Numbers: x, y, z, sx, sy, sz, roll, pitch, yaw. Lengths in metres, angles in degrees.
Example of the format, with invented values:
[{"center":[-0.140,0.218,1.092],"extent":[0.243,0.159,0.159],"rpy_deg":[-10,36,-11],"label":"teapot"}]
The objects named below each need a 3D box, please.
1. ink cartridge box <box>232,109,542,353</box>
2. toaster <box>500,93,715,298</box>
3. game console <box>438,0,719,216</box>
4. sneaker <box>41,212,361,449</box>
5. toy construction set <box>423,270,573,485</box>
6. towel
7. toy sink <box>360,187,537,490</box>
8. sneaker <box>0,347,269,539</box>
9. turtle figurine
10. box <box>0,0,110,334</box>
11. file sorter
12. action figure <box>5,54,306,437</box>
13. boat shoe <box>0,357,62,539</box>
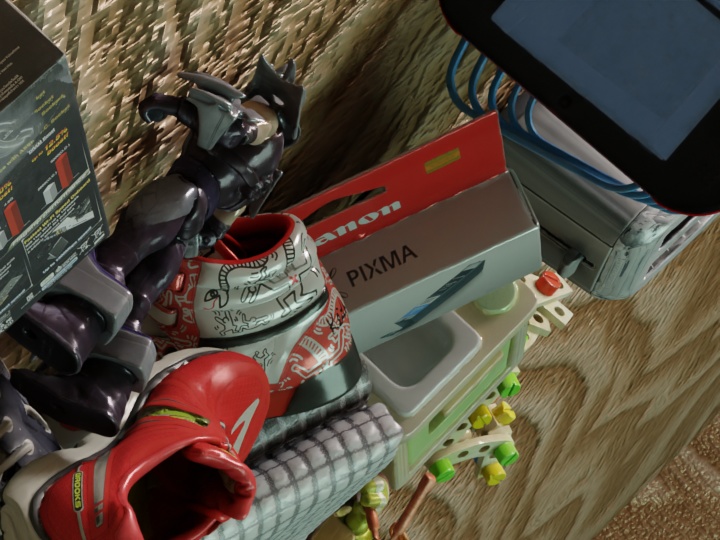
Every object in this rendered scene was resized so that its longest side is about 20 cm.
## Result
[{"center":[0.000,0.000,1.187],"extent":[0.199,0.045,0.176],"rpy_deg":[-25,164,0],"label":"ink cartridge box"},{"center":[0.173,-0.076,1.424],"extent":[0.200,0.129,0.114],"rpy_deg":[-40,164,-29],"label":"toaster"},{"center":[0.157,-0.144,1.102],"extent":[0.177,0.200,0.031],"rpy_deg":[-49,166,4],"label":"game console"},{"center":[-0.106,0.039,1.093],"extent":[0.200,0.067,0.108],"rpy_deg":[-20,120,-2],"label":"sneaker"},{"center":[0.102,0.091,1.737],"extent":[0.131,0.092,0.201],"rpy_deg":[3,123,-40],"label":"toy construction set"},{"center":[-0.082,0.127,1.217],"extent":[0.165,0.086,0.200],"rpy_deg":[-28,169,-27],"label":"towel"},{"center":[0.030,0.040,1.372],"extent":[0.130,0.112,0.200],"rpy_deg":[-45,165,-14],"label":"toy sink"},{"center":[-0.080,0.094,0.983],"extent":[0.200,0.085,0.077],"rpy_deg":[-44,125,-58],"label":"sneaker"},{"center":[-0.025,0.150,1.393],"extent":[0.064,0.161,0.200],"rpy_deg":[-34,159,-43],"label":"turtle figurine"},{"center":[-0.186,0.006,0.802],"extent":[0.200,0.050,0.158],"rpy_deg":[-44,164,-16],"label":"box"},{"center":[0.147,-0.113,1.228],"extent":[0.123,0.138,0.200],"rpy_deg":[-63,163,6],"label":"file sorter"},{"center":[-0.086,-0.027,0.974],"extent":[0.200,0.069,0.130],"rpy_deg":[-54,163,-33],"label":"action figure"},{"center":[-0.163,0.084,0.974],"extent":[0.075,0.093,0.200],"rpy_deg":[-47,165,-6],"label":"boat shoe"}]
